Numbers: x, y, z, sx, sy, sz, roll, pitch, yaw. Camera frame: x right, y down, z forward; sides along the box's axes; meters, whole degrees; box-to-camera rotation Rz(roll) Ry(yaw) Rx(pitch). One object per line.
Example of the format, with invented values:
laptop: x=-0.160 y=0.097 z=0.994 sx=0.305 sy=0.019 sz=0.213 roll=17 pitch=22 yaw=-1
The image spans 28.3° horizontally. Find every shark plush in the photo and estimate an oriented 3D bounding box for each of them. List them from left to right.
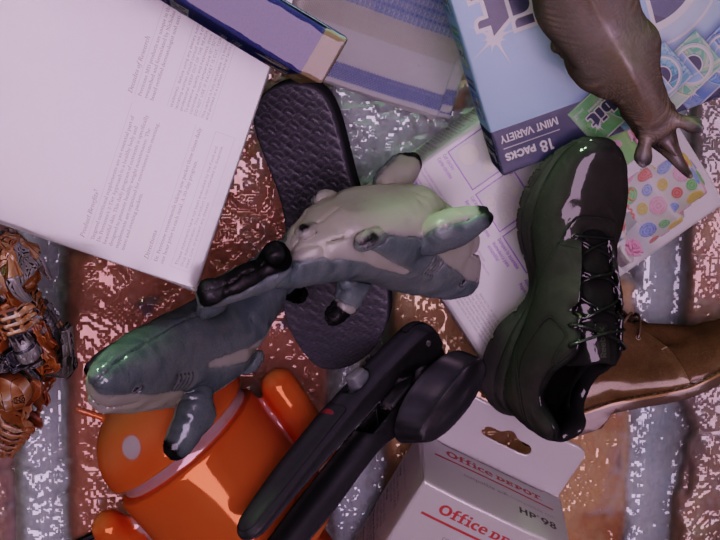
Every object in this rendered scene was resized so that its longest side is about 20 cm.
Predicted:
shark plush: x=-0.082 y=0.035 z=0.885 sx=0.199 sy=0.084 sz=0.091 roll=-26 pitch=59 yaw=-22
shark plush: x=0.000 y=0.000 z=0.868 sx=0.199 sy=0.091 sz=0.084 roll=-23 pitch=132 yaw=-41

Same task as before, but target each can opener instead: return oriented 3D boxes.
can opener: x=-0.007 y=0.107 z=0.921 sx=0.200 sy=0.078 sz=0.064 roll=-40 pitch=107 yaw=-26

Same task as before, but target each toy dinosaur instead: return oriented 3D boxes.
toy dinosaur: x=-0.241 y=0.052 z=0.912 sx=0.135 sy=0.102 sz=0.202 roll=20 pitch=114 yaw=14

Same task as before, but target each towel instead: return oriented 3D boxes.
towel: x=0.028 y=-0.208 z=0.931 sx=0.146 sy=0.024 sz=0.202 roll=12 pitch=99 yaw=-34

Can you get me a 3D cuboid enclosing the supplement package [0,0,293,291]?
supplement package: x=-0.165 y=-0.118 z=0.887 sx=0.198 sy=0.147 sz=0.193 roll=19 pitch=96 yaw=-9

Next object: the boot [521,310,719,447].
boot: x=0.196 y=0.055 z=1.001 sx=0.198 sy=0.074 sz=0.076 roll=-20 pitch=95 yaw=0

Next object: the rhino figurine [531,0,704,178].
rhino figurine: x=0.144 y=-0.134 z=0.839 sx=0.060 sy=0.088 sz=0.201 roll=-32 pitch=106 yaw=5

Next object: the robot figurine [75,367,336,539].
robot figurine: x=-0.098 y=0.142 z=0.956 sx=0.143 sy=0.117 sz=0.200 roll=-29 pitch=105 yaw=38

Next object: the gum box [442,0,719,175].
gum box: x=0.136 y=-0.184 z=0.894 sx=0.168 sy=0.045 sz=0.202 roll=-20 pitch=106 yaw=0

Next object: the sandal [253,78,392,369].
sandal: x=-0.020 y=-0.032 z=0.965 sx=0.075 sy=0.043 sz=0.202 roll=-5 pitch=106 yaw=13

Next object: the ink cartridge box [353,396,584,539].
ink cartridge box: x=0.063 y=0.194 z=0.984 sx=0.115 sy=0.067 sz=0.201 roll=25 pitch=112 yaw=-9

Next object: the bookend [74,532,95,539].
bookend: x=-0.160 y=0.301 z=0.934 sx=0.091 sy=0.200 sz=0.200 roll=-25 pitch=102 yaw=-2

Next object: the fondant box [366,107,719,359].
fondant box: x=0.125 y=-0.052 z=0.978 sx=0.199 sy=0.058 sz=0.145 roll=-35 pitch=102 yaw=1

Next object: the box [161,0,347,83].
box: x=-0.104 y=-0.161 z=0.753 sx=0.199 sy=0.121 sz=0.033 roll=32 pitch=93 yaw=-10

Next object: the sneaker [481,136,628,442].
sneaker: x=0.140 y=0.016 z=0.909 sx=0.075 sy=0.091 sz=0.202 roll=0 pitch=111 yaw=-24
